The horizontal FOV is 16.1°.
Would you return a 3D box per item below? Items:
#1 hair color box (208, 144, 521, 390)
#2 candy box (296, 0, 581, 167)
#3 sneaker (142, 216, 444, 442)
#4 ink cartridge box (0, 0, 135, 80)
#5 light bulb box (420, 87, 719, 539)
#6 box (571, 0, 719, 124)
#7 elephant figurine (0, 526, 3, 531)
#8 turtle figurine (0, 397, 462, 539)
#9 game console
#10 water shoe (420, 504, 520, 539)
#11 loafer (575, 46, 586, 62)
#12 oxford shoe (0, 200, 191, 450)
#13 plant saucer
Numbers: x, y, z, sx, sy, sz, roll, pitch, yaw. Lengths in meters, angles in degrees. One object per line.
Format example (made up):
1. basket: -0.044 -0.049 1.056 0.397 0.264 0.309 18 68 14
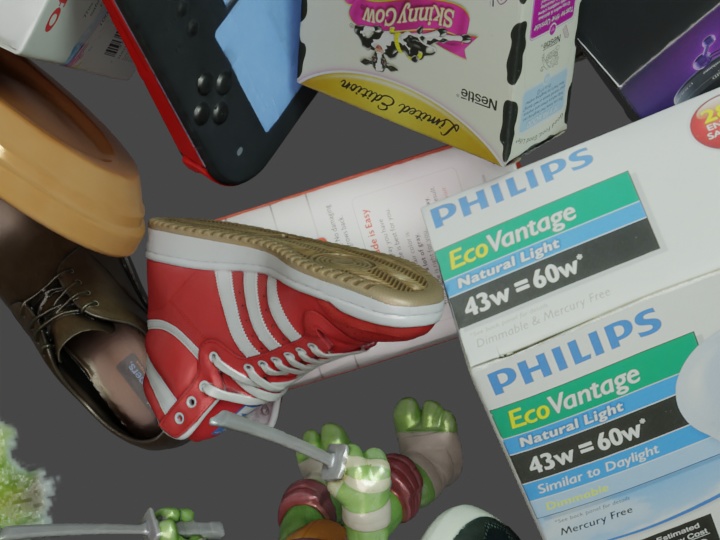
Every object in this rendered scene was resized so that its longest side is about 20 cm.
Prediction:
1. hair color box: 0.000 0.000 1.373 0.199 0.061 0.102 -17 91 5
2. candy box: 0.041 -0.168 1.242 0.136 0.061 0.201 23 126 31
3. sneaker: -0.038 0.041 1.280 0.199 0.071 0.113 13 100 46
4. ink cartridge box: -0.173 -0.197 1.303 0.144 0.200 0.146 28 94 8
5. light bulb box: 0.158 0.039 1.284 0.197 0.125 0.201 -22 132 5
6. box: 0.211 -0.149 1.302 0.200 0.141 0.079 -40 59 6
7. elephant figurine: -0.136 0.241 1.364 0.199 0.142 0.156 1 54 41
8. turtle figurine: -0.037 0.112 1.289 0.200 0.194 0.144 37 121 5
9. game console: -0.049 -0.162 1.288 0.031 0.177 0.201 17 59 30
10. water shoe: 0.097 0.195 1.303 0.072 0.079 0.200 -53 129 -26
11. loafer: 0.068 -0.186 1.329 0.070 0.070 0.200 -28 114 20
12. oxford shoe: -0.157 0.014 1.376 0.073 0.084 0.200 -43 87 7
13. plant saucer: -0.186 -0.083 1.305 0.200 0.200 0.038 39 98 2
